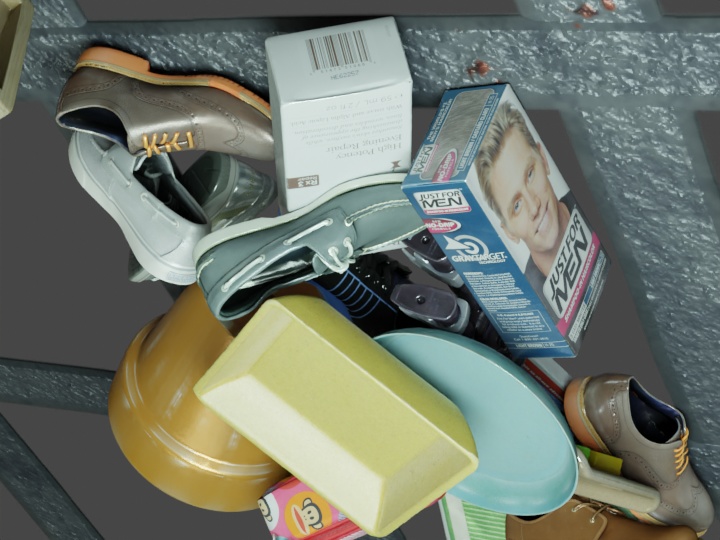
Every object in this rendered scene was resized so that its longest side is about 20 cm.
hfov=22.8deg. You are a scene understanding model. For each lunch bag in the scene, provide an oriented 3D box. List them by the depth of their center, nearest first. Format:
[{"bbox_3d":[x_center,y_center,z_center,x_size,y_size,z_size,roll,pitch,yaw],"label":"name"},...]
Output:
[{"bbox_3d":[-0.008,0.192,1.582,0.175,0.200,0.083,-26,84,18],"label":"lunch bag"}]

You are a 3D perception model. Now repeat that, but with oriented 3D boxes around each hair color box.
[{"bbox_3d":[0.115,-0.034,1.351,0.060,0.101,0.200,-3,138,36],"label":"hair color box"}]

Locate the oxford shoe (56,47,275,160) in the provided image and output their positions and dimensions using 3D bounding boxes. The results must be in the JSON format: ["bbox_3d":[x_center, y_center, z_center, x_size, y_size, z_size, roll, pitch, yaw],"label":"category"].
[{"bbox_3d":[-0.149,-0.115,1.434,0.198,0.073,0.072,16,146,16],"label":"oxford shoe"}]

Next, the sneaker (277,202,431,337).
[{"bbox_3d":[0.000,0.000,1.519,0.077,0.071,0.200,-4,141,27],"label":"sneaker"}]

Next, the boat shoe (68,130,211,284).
[{"bbox_3d":[-0.181,-0.073,1.484,0.071,0.200,0.069,7,124,-36],"label":"boat shoe"}]

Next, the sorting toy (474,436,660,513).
[{"bbox_3d":[0.142,0.151,1.503,0.184,0.037,0.200,13,169,31],"label":"sorting toy"}]

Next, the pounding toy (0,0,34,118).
[{"bbox_3d":[-0.355,-0.190,1.402,0.141,0.201,0.184,-27,125,19],"label":"pounding toy"}]

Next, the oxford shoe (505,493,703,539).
[{"bbox_3d":[0.207,0.231,1.571,0.199,0.071,0.072,-7,98,37],"label":"oxford shoe"}]

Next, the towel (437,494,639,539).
[{"bbox_3d":[0.167,0.240,1.656,0.198,0.023,0.154,-5,104,30],"label":"towel"}]

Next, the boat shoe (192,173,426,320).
[{"bbox_3d":[-0.028,-0.014,1.340,0.198,0.062,0.073,-17,143,4],"label":"boat shoe"}]

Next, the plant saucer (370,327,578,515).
[{"bbox_3d":[0.083,0.112,1.381,0.199,0.028,0.201,24,145,17],"label":"plant saucer"}]

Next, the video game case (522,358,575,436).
[{"bbox_3d":[0.108,0.121,1.631,0.143,0.018,0.199,41,138,-22],"label":"video game case"}]

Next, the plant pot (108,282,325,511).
[{"bbox_3d":[-0.109,0.082,1.611,0.199,0.201,0.184,27,132,-1],"label":"plant pot"}]

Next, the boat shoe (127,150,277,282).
[{"bbox_3d":[-0.145,-0.039,1.557,0.064,0.075,0.202,18,146,-26],"label":"boat shoe"}]

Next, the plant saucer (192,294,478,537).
[{"bbox_3d":[-0.015,0.105,1.394,0.199,0.049,0.200,38,147,-4],"label":"plant saucer"}]

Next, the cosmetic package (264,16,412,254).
[{"bbox_3d":[-0.014,-0.093,1.350,0.101,0.075,0.201,-10,144,-5],"label":"cosmetic package"}]

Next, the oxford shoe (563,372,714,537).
[{"bbox_3d":[0.260,0.165,1.561,0.073,0.072,0.200,-19,127,42],"label":"oxford shoe"}]

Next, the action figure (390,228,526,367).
[{"bbox_3d":[0.087,0.037,1.433,0.069,0.131,0.200,9,160,29],"label":"action figure"}]
